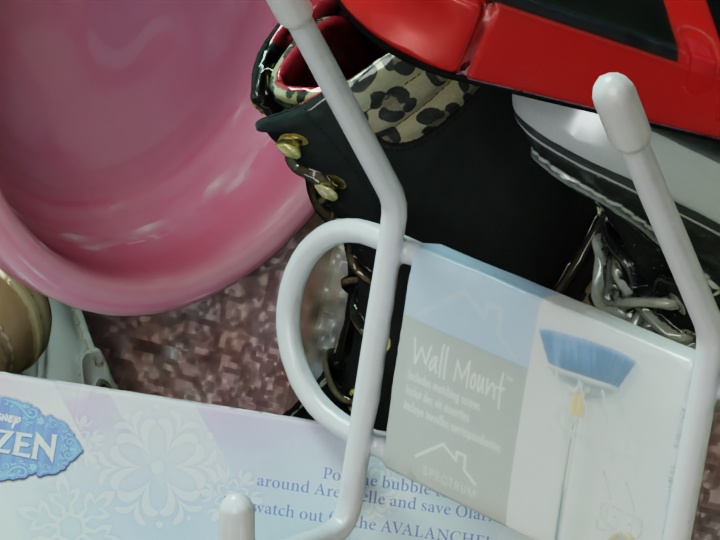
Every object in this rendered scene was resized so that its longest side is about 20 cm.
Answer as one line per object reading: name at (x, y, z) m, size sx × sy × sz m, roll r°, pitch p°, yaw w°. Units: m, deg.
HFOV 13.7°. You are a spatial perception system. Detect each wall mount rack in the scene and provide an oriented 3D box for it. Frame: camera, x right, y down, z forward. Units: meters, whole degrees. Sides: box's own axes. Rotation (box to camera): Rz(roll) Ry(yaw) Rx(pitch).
wall mount rack at (0.030, 0.016, 0.770) m, size 0.199 × 0.074 × 0.175 m, roll 23°, pitch 114°, yaw 40°

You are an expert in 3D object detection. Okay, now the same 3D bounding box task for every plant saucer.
plant saucer at (-0.066, -0.089, 0.918) m, size 0.051 × 0.200 × 0.202 m, roll 19°, pitch 93°, yaw 38°

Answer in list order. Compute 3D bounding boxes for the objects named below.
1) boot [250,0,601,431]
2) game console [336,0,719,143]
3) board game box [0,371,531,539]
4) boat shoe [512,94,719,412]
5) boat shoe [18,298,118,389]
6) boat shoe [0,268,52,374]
boot at (0.000, -0.001, 0.906) m, size 0.203 × 0.154 × 0.074 m, roll -39°, pitch 39°, yaw 6°
game console at (0.070, -0.101, 0.853) m, size 0.176 × 0.200 × 0.031 m, roll 16°, pitch 123°, yaw -18°
board game box at (-0.051, 0.138, 0.848) m, size 0.199 × 0.043 × 0.200 m, roll 9°, pitch 72°, yaw -4°
boat shoe at (0.103, -0.002, 0.869) m, size 0.068 × 0.199 × 0.074 m, roll -54°, pitch 49°, yaw 10°
boat shoe at (-0.100, 0.066, 0.982) m, size 0.071 × 0.069 × 0.201 m, roll -31°, pitch 59°, yaw 45°
boat shoe at (-0.195, 0.008, 0.929) m, size 0.199 × 0.065 × 0.072 m, roll 12°, pitch 133°, yaw 9°
